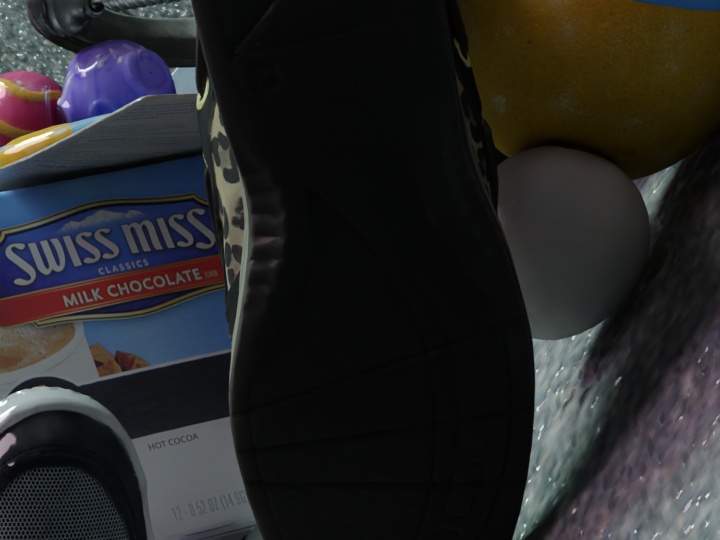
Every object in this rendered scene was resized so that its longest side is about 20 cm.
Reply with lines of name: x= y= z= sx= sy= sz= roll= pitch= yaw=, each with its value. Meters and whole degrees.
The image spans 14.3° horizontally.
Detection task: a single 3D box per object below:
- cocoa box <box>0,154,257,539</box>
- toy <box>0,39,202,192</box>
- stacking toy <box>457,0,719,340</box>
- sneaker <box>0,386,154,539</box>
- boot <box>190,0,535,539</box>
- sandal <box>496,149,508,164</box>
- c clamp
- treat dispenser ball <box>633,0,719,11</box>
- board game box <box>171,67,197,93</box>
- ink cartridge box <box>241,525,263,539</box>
cocoa box: x=-0.109 y=0.067 z=0.982 sx=0.133 sy=0.131 sz=0.200 roll=-12 pitch=-20 yaw=-31
toy: x=-0.103 y=-0.044 z=0.975 sx=0.200 sy=0.047 sz=0.115 roll=-26 pitch=-11 yaw=40
stacking toy: x=0.063 y=-0.075 z=0.787 sx=0.146 sy=0.146 sz=0.200 roll=139 pitch=148 yaw=-67
sneaker: x=-0.085 y=0.137 z=0.779 sx=0.114 sy=0.075 sz=0.201 roll=-159 pitch=79 yaw=-69
boot: x=0.000 y=-0.026 z=0.731 sx=0.154 sy=0.073 sz=0.204 roll=-91 pitch=-8 yaw=-72
sandal: x=0.056 y=-0.057 z=0.940 sx=0.200 sy=0.082 sz=0.055 roll=-157 pitch=62 yaw=-83
c clamp: x=-0.029 y=-0.096 z=0.938 sx=0.200 sy=0.027 sz=0.171 roll=-8 pitch=-8 yaw=29
treat dispenser ball: x=0.080 y=-0.155 z=0.608 sx=0.201 sy=0.201 sz=0.201 roll=-55 pitch=6 yaw=9
board game box: x=-0.065 y=-0.043 z=1.195 sx=0.200 sy=0.041 sz=0.200 roll=-52 pitch=-4 yaw=-14
ink cartridge box: x=-0.056 y=0.139 z=0.896 sx=0.200 sy=0.037 sz=0.095 roll=-51 pitch=8 yaw=52
